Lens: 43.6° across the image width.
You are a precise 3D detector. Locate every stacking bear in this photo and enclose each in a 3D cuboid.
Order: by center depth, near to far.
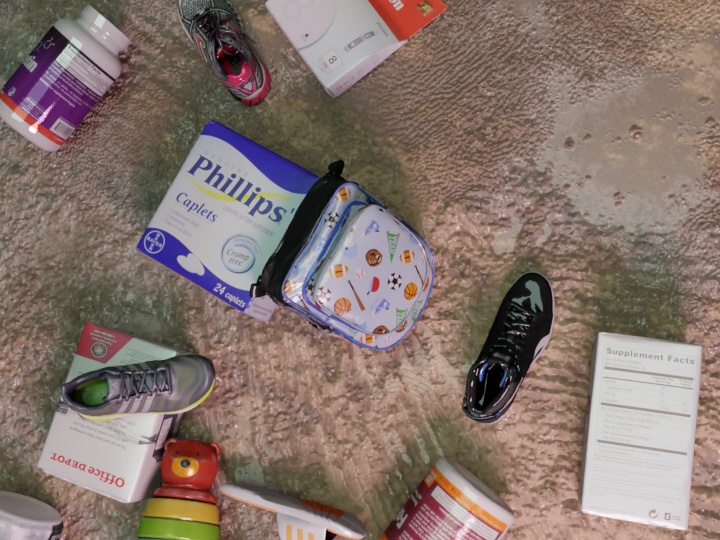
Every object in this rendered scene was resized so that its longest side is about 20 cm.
[{"bbox_3d":[-0.228,0.315,1.145,0.120,0.114,0.202,5,70,3],"label":"stacking bear"}]

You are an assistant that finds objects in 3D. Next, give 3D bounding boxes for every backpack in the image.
[{"bbox_3d":[0.000,0.000,1.101,0.201,0.190,0.154,-57,35,-2],"label":"backpack"}]

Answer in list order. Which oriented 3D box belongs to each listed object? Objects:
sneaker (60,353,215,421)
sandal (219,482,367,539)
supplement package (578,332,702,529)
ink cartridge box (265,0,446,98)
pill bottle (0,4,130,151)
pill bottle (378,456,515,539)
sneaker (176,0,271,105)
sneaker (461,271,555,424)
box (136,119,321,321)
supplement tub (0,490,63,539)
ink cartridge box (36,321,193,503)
[{"bbox_3d":[-0.275,0.146,1.111,0.198,0.081,0.075,-15,78,7],"label":"sneaker"},{"bbox_3d":[-0.088,0.318,1.133,0.205,0.079,0.060,11,84,23],"label":"sandal"},{"bbox_3d":[0.319,0.181,1.037,0.116,0.117,0.202,6,82,14],"label":"supplement package"},{"bbox_3d":[-0.008,-0.363,1.241,0.199,0.057,0.163,-38,74,9],"label":"ink cartridge box"},{"bbox_3d":[-0.421,-0.277,1.286,0.112,0.112,0.200,40,90,16],"label":"pill bottle"},{"bbox_3d":[0.081,0.334,1.067,0.114,0.114,0.201,37,90,16],"label":"pill bottle"},{"bbox_3d":[-0.195,-0.328,1.263,0.080,0.075,0.201,-38,74,4],"label":"sneaker"},{"bbox_3d":[0.183,0.092,1.086,0.073,0.112,0.202,21,86,14],"label":"sneaker"},{"bbox_3d":[-0.162,-0.066,1.196,0.183,0.105,0.201,28,87,15],"label":"box"},{"bbox_3d":[-0.478,0.401,1.171,0.122,0.123,0.202,19,84,15],"label":"supplement tub"},{"bbox_3d":[-0.319,0.187,1.198,0.143,0.084,0.202,15,83,15],"label":"ink cartridge box"}]
